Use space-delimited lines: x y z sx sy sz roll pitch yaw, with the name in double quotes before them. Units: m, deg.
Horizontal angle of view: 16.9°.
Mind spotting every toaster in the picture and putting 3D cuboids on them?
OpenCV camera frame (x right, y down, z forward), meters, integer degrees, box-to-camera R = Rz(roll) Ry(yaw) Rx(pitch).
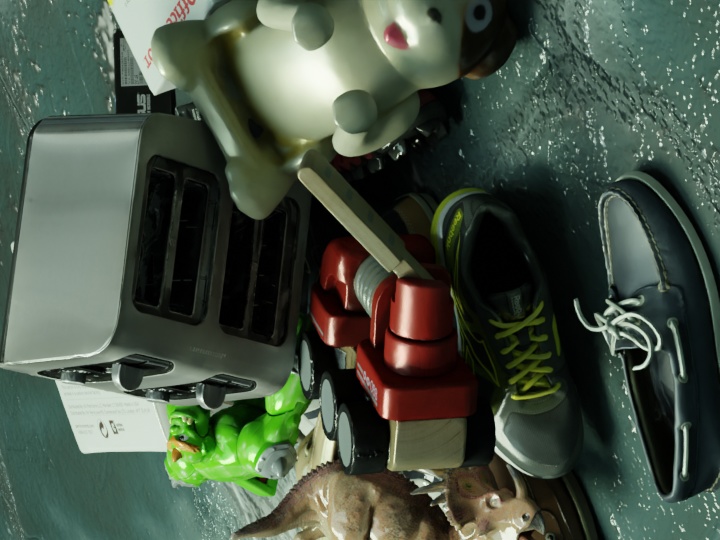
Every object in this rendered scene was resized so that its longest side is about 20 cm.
"toaster" -0.134 -0.012 1.611 0.118 0.181 0.201 -2 77 39

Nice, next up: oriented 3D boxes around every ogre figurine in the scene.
"ogre figurine" -0.084 0.093 1.724 0.199 0.098 0.120 -2 71 35

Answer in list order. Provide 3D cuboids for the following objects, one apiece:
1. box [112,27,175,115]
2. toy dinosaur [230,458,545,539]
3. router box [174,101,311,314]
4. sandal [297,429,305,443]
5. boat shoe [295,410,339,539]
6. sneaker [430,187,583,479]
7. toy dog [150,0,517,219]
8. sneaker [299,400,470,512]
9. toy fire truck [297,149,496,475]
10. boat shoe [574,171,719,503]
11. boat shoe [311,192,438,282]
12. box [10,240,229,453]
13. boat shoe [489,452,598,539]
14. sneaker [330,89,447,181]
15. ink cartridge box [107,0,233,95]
"box" -0.158 -0.058 1.819 0.160 0.043 0.201 95 172 -67
"toy dinosaur" 0.020 0.164 1.637 0.086 0.199 0.136 -76 0 -65
"router box" -0.089 -0.028 1.815 0.200 0.062 0.150 97 157 -71
"sandal" -0.079 0.121 1.869 0.054 0.200 0.080 -61 17 1
"boat shoe" -0.020 0.142 1.729 0.065 0.072 0.200 39 151 26
"sneaker" 0.095 0.043 1.581 0.085 0.074 0.201 156 94 -84
"toy dog" 0.004 -0.141 1.554 0.200 0.194 0.140 -25 90 32
"sneaker" 0.019 0.084 1.766 0.199 0.079 0.130 42 141 41
"toy fire truck" 0.009 0.012 1.546 0.176 0.128 0.201 -122 33 -64
"boat shoe" 0.178 0.041 1.468 0.075 0.062 0.201 2 110 62
"boat shoe" 0.000 0.000 1.761 0.075 0.062 0.200 63 153 7
"box" -0.174 0.041 2.025 0.199 0.130 0.201 -8 102 62
"boat shoe" 0.123 0.193 1.663 0.200 0.068 0.072 62 153 16
"sneaker" -0.010 -0.115 1.690 0.200 0.071 0.098 -4 107 63
"ink cartridge box" -0.106 -0.253 1.689 0.201 0.144 0.145 64 151 11
